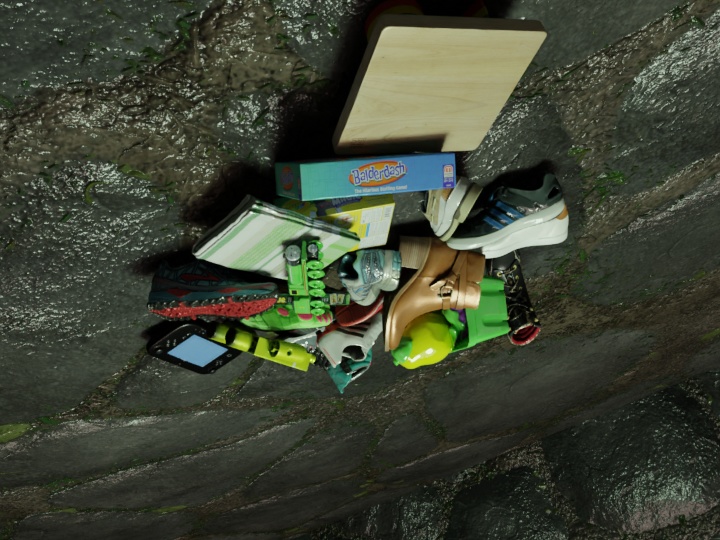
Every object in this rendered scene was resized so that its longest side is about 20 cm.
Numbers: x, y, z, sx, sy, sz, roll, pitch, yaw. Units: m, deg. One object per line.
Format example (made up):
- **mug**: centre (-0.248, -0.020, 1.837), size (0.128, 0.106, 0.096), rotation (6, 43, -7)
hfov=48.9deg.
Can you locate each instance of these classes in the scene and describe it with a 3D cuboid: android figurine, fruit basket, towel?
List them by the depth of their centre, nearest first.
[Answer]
- **towel**: centre (-0.115, -0.039, 1.101), size (0.197, 0.031, 0.148), rotation (15, 146, -43)
- **android figurine**: centre (-0.164, 0.130, 1.366), size (0.197, 0.042, 0.180), rotation (22, 173, -40)
- **fruit basket**: centre (0.141, 0.090, 1.405), size (0.209, 0.160, 0.216), rotation (-5, 169, -1)

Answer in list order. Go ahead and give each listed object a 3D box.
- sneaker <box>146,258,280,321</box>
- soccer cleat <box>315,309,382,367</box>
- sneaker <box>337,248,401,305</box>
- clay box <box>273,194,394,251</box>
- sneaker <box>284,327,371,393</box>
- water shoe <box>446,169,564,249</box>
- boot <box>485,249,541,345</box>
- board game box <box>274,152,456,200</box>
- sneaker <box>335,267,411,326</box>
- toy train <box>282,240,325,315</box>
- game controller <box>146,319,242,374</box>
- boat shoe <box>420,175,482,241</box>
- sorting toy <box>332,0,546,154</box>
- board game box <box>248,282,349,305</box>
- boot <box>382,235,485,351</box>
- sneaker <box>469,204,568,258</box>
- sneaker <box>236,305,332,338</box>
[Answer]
- **sneaker**: centre (-0.213, 0.015, 1.153), size (0.194, 0.098, 0.080), rotation (0, 157, 3)
- **soccer cleat**: centre (0.003, 0.123, 1.486), size (0.197, 0.087, 0.069), rotation (-14, 158, -41)
- **sneaker**: centre (0.000, 0.000, 1.288), size (0.084, 0.080, 0.200), rotation (13, 162, -14)
- **clay box**: centre (-0.054, -0.068, 1.157), size (0.194, 0.049, 0.116), rotation (-10, 152, -11)
- **sneaker**: centre (-0.063, 0.178, 1.538), size (0.195, 0.123, 0.084), rotation (-8, 153, -17)
- **water shoe**: centre (0.220, -0.097, 1.244), size (0.195, 0.081, 0.072), rotation (-21, -167, 0)
- **boot**: centre (0.275, 0.037, 1.436), size (0.071, 0.154, 0.201), rotation (-16, 153, 0)
- **board game box**: centre (0.001, -0.121, 0.997), size (0.195, 0.046, 0.152), rotation (-7, -170, -18)
- **sneaker**: centre (0.053, 0.045, 1.406), size (0.198, 0.080, 0.114), rotation (-34, 148, 33)
- **toy train**: centre (-0.079, 0.013, 1.146), size (0.055, 0.043, 0.201), rotation (2, 154, 0)
- **game controller**: centre (-0.291, 0.137, 1.414), size (0.102, 0.043, 0.200), rotation (-25, 153, 15)
- **boat shoe**: centre (0.128, -0.101, 1.178), size (0.067, 0.076, 0.200), rotation (31, 167, 2)
- **sorting toy**: centre (0.077, -0.226, 0.907), size (0.195, 0.071, 0.200), rotation (-5, 151, -22)
- **board game box**: centre (-0.125, 0.037, 1.280), size (0.196, 0.024, 0.104), rotation (1, -175, -33)
- **boot**: centre (0.117, 0.049, 1.293), size (0.150, 0.074, 0.205), rotation (10, 108, -7)
- **sneaker**: centre (0.248, -0.081, 1.312), size (0.195, 0.074, 0.086), rotation (-13, 130, -6)
- **sneaker**: centre (-0.138, 0.087, 1.371), size (0.197, 0.078, 0.084), rotation (9, 140, -40)
